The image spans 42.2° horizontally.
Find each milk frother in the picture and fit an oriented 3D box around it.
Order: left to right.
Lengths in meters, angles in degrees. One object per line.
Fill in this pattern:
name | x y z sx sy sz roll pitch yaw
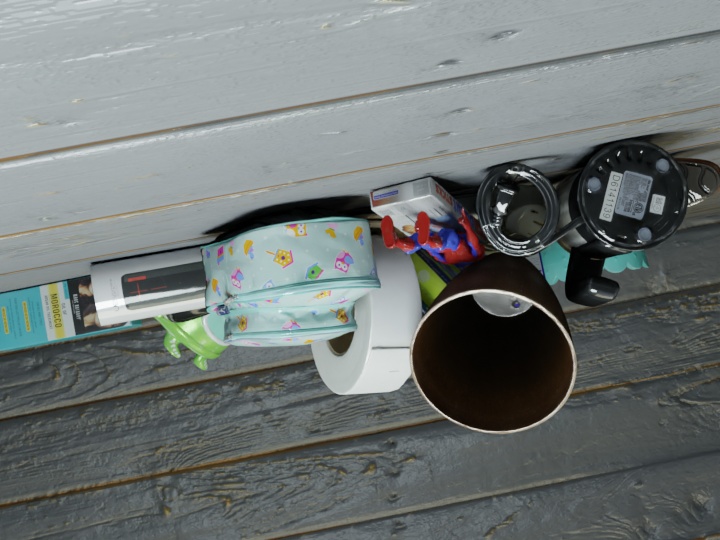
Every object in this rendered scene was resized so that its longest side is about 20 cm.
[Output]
milk frother | 0.236 -0.071 1.067 0.199 0.181 0.188 32 178 3

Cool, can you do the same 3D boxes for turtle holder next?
turtle holder | -0.246 0.042 1.368 0.132 0.186 0.141 -43 -150 3

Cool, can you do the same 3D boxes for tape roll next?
tape roll | 0.002 0.055 1.175 0.070 0.204 0.202 1 172 -25

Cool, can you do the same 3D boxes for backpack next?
backpack | -0.074 0.007 1.053 0.175 0.154 0.200 -3 167 -31

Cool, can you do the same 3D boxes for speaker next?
speaker | -0.245 0.015 1.206 0.199 0.082 0.081 -9 177 -12

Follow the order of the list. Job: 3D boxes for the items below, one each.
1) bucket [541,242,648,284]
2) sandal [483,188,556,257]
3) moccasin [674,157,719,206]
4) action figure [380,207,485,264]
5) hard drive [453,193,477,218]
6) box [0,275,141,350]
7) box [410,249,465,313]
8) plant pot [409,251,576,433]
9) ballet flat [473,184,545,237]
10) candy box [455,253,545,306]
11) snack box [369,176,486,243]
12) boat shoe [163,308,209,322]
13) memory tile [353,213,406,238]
bucket | 0.401 -0.054 1.653 0.206 0.136 0.207 -11 178 0
sandal | 0.243 -0.076 1.279 0.080 0.058 0.201 23 134 -39
moccasin | 0.383 -0.107 1.238 0.078 0.074 0.201 -20 -178 -44
action figure | 0.091 -0.035 1.030 0.065 0.052 0.200 -10 168 25
hard drive | 0.120 -0.076 1.300 0.131 0.026 0.200 -9 176 -24
box | -0.422 0.058 1.340 0.199 0.083 0.049 -11 176 4
box | 0.112 0.023 1.300 0.048 0.122 0.200 -50 155 12
plant pot | 0.168 0.060 1.125 0.186 0.188 0.200 -12 -157 20
ballet flat | 0.243 -0.066 1.191 0.199 0.064 0.068 5 133 -17
candy box | 0.200 0.005 1.424 0.077 0.201 0.169 -9 177 -32
snack box | 0.083 -0.059 1.073 0.071 0.024 0.200 -13 162 21
boat shoe | -0.178 0.020 1.282 0.199 0.072 0.068 -24 -146 -24
memory tile | 0.037 -0.054 1.199 0.199 0.017 0.153 -3 174 1
